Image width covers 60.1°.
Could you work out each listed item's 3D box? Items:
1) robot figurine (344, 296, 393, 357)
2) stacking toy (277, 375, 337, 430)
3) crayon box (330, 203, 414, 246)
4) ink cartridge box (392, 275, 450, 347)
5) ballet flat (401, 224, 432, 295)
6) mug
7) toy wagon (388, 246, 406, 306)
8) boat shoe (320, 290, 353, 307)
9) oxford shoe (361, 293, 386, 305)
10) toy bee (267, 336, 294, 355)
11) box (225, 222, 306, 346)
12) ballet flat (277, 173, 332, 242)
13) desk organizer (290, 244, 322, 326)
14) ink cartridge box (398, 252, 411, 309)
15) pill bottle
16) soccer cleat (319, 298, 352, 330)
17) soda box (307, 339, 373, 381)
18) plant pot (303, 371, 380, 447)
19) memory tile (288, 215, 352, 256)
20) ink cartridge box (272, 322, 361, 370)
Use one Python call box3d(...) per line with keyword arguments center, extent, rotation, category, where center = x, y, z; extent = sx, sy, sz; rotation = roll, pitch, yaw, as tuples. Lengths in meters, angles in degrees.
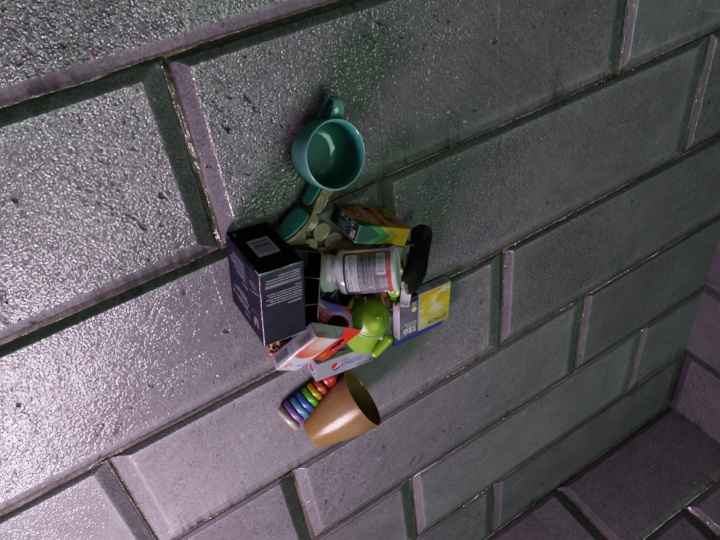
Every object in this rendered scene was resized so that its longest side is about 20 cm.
box3d(center=(0.017, 0.153, 1.732), extent=(0.115, 0.176, 0.201), rotation=(-32, 157, -29), category="robot figurine")
box3d(center=(-0.148, 0.368, 1.830), extent=(0.200, 0.085, 0.086), rotation=(-46, 136, -9), category="stacking toy")
box3d(center=(0.038, -0.117, 1.596), extent=(0.197, 0.127, 0.052), rotation=(2, 119, -38), category="crayon box")
box3d(center=(0.191, 0.138, 1.942), extent=(0.195, 0.047, 0.203), rotation=(-22, 128, -24), category="ink cartridge box")
box3d(center=(0.145, -0.027, 1.643), extent=(0.066, 0.056, 0.203), rotation=(32, 65, -34), category="ballet flat")
box3d(center=(-0.072, -0.277, 1.403), extent=(0.152, 0.114, 0.186), rotation=(40, 80, -32), category="mug")
box3d(center=(0.098, 0.009, 1.720), extent=(0.039, 0.156, 0.203), rotation=(9, 122, 4), category="toy wagon")
box3d(center=(-0.070, 0.090, 1.700), extent=(0.071, 0.068, 0.201), rotation=(25, 104, -46), category="boat shoe")
box3d(center=(0.039, 0.086, 1.792), extent=(0.071, 0.072, 0.203), rotation=(-5, 129, -1), category="oxford shoe")
box3d(center=(-0.207, 0.185, 1.636), extent=(0.199, 0.130, 0.110), rotation=(33, 53, -28), category="toy bee")
box3d(center=(-0.221, 0.028, 1.454), extent=(0.116, 0.197, 0.203), rotation=(-17, 129, -27), category="box")
box3d(center=(-0.123, -0.140, 1.492), extent=(0.201, 0.070, 0.065), rotation=(-55, 144, 0), category="ballet flat")
box3d(center=(-0.145, 0.044, 1.543), extent=(0.071, 0.077, 0.204), rotation=(-4, 105, -33), category="desk organizer")
box3d(center=(0.131, 0.037, 1.742), extent=(0.036, 0.096, 0.201), rotation=(9, 156, 2), category="ink cartridge box")
box3d(center=(0.000, 0.000, 1.578), extent=(0.196, 0.117, 0.117), rotation=(-4, 131, 11), category="pill bottle")
box3d(center=(-0.114, 0.107, 1.633), extent=(0.197, 0.077, 0.068), rotation=(17, 113, -13), category="soccer cleat")
box3d(center=(-0.056, 0.250, 1.821), extent=(0.197, 0.063, 0.069), rotation=(-17, 130, -27), category="soda box")
box3d(center=(-0.069, 0.441, 1.880), extent=(0.199, 0.188, 0.186), rotation=(-37, 136, 9), category="plant pot")
box3d(center=(-0.120, -0.052, 1.601), extent=(0.154, 0.017, 0.199), rotation=(-50, 136, 3), category="memory tile")
box3d(center=(-0.105, 0.204, 1.599), extent=(0.162, 0.051, 0.198), rotation=(-39, 146, 26), category="ink cartridge box")
